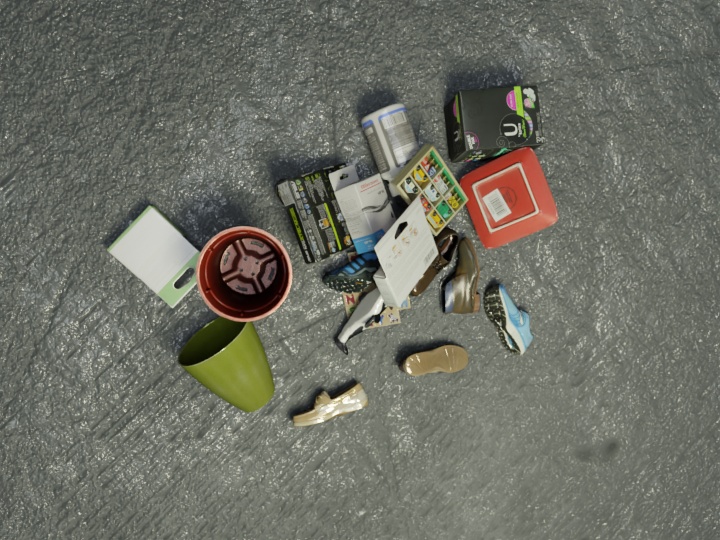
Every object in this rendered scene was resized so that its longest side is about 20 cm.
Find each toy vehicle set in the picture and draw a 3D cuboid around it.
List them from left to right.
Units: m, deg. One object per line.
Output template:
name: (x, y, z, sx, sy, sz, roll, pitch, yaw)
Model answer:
toy vehicle set: (0.169, -0.188, 1.235, 0.124, 0.026, 0.200, -49, 131, -2)

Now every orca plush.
orca plush: (0.021, 0.128, 1.287, 0.071, 0.105, 0.201, 26, 100, -29)

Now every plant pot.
plant pot: (-0.292, 0.231, 1.225, 0.187, 0.187, 0.201, -32, 114, -5)
plant pot: (-0.259, -0.002, 1.183, 0.199, 0.195, 0.202, -1, 96, -10)

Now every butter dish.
butter dish: (0.380, -0.180, 1.305, 0.199, 0.148, 0.201, -23, 85, 29)

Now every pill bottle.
pill bottle: (0.086, -0.289, 1.255, 0.113, 0.114, 0.201, -22, 99, -7)

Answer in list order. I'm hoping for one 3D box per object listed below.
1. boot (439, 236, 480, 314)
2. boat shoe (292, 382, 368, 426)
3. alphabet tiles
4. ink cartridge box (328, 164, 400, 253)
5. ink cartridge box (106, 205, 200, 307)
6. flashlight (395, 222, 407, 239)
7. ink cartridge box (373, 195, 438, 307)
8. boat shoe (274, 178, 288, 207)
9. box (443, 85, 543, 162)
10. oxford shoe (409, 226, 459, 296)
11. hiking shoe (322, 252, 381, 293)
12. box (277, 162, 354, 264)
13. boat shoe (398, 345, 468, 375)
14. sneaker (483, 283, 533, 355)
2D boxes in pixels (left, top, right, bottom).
boot: (0.250, 0.019, 1.332, 0.096, 0.075, 0.201, -10, 99, -11)
boat shoe: (-0.082, 0.337, 1.314, 0.199, 0.074, 0.070, -17, 86, -9)
alphabet tiles: (0.035, 0.044, 1.309, 0.165, 0.006, 0.201, -10, 97, 9)
ink cartridge box: (0.012, -0.156, 1.238, 0.116, 0.068, 0.201, -35, 107, -50)
ink cartridge box: (-0.466, -0.033, 1.221, 0.200, 0.048, 0.146, 44, 87, -11)
flashlight: (0.146, -0.129, 1.307, 0.068, 0.068, 0.201, 28, 93, -47)
ink cartridge box: (0.095, -0.045, 1.186, 0.200, 0.043, 0.174, -50, 130, -33)
boat shoe: (-0.133, -0.138, 1.259, 0.072, 0.061, 0.201, -42, 100, -4)
box: (0.324, -0.357, 1.276, 0.199, 0.124, 0.150, -6, 88, -8)
oxford shoe: (0.181, -0.020, 1.309, 0.072, 0.084, 0.201, 28, 94, -23)
hiking shoe: (0.000, 0.000, 1.275, 0.199, 0.087, 0.074, -10, 140, 24)
box: (-0.081, -0.138, 1.229, 0.193, 0.047, 0.201, -28, 102, -43)
boat shoe: (0.189, 0.234, 1.348, 0.199, 0.065, 0.072, -6, 88, -28)
sneaker: (0.399, 0.121, 1.380, 0.090, 0.078, 0.201, -31, 104, -24)
